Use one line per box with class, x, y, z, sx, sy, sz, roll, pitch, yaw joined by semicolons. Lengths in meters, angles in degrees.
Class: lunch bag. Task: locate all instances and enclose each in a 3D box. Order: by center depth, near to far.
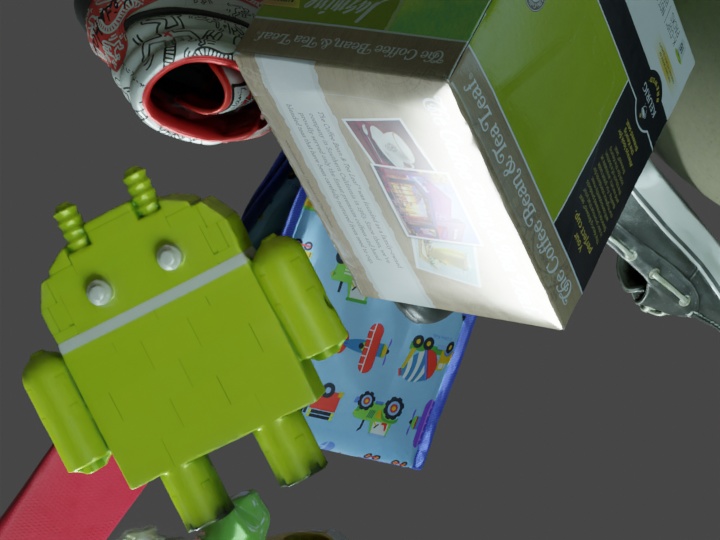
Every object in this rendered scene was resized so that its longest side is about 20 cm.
lunch bag;0.000;0.000;1.602;0.150;0.094;0.200;15;111;-33

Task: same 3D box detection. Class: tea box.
tea box;0.061;-0.111;1.432;0.197;0.133;0.200;-61;144;-29

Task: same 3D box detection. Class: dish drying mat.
dish drying mat;-0.188;0.156;1.679;0.077;0.018;0.200;19;117;-37

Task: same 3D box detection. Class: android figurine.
android figurine;-0.102;0.041;1.533;0.182;0.041;0.200;-24;95;12

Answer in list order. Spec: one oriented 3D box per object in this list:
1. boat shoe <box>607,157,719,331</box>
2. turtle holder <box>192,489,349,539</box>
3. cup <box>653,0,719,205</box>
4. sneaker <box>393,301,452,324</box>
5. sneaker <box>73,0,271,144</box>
boat shoe;0.188;-0.009;1.701;0.064;0.071;0.200;-39;127;7
turtle holder;-0.051;0.223;1.745;0.132;0.141;0.186;-42;96;-9
cup;0.282;-0.093;1.619;0.200;0.143;0.201;-14;133;-16
sneaker;0.090;-0.052;1.552;0.076;0.091;0.200;43;79;-37
sneaker;-0.048;-0.107;1.457;0.201;0.108;0.067;7;125;-32
